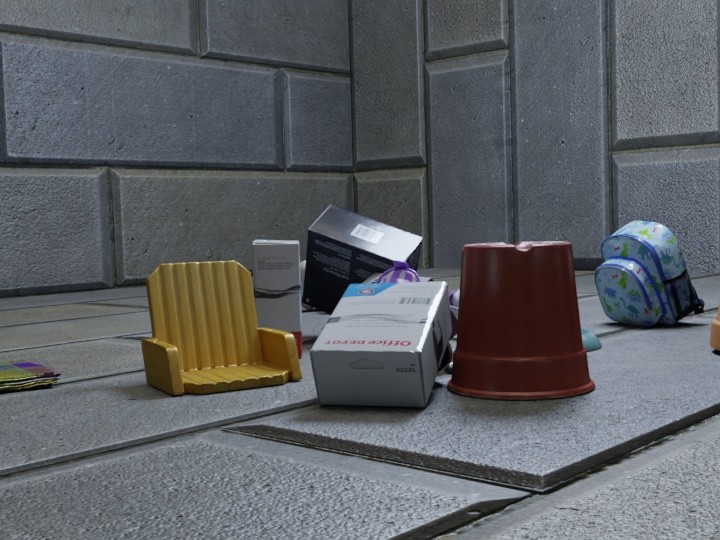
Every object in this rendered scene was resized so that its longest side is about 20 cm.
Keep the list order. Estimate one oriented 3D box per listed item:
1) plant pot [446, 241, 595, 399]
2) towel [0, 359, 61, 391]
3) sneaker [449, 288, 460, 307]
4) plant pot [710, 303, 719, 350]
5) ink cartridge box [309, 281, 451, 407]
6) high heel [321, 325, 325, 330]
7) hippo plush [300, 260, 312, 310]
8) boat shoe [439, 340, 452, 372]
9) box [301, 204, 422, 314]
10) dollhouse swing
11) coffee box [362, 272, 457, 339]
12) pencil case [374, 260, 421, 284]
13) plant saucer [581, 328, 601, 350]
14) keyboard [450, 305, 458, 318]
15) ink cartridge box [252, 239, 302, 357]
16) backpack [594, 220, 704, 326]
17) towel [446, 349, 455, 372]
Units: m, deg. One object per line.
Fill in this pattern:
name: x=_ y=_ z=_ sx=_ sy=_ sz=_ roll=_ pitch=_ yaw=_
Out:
plant pot: x=0.214 y=0.060 z=1.314 sx=0.200 sy=0.196 sz=0.201 roll=-2 pitch=4 yaw=0
towel: x=-0.553 y=0.162 z=1.479 sx=0.143 sy=0.023 sz=0.200 roll=-5 pitch=4 yaw=-34
sneaker: x=0.175 y=0.084 z=2.116 sx=0.114 sy=0.073 sz=0.200 roll=-6 pitch=-7 yaw=-6
plant pot: x=0.665 y=0.053 z=1.551 sx=0.199 sy=0.141 sz=0.200 roll=-1 pitch=2 yaw=0
ink cartridge box: x=0.033 y=0.094 z=1.281 sx=0.144 sy=0.084 sz=0.200 roll=-1 pitch=24 yaw=16
high heel: x=0.000 y=0.081 z=1.944 sx=0.199 sy=0.097 sz=0.067 roll=-5 pitch=4 yaw=-45
hippo plush: x=-0.059 y=0.053 z=2.458 sx=0.199 sy=0.160 sz=0.161 roll=-22 pitch=46 yaw=-36
boat shoe: x=0.044 y=0.121 z=1.414 sx=0.066 sy=0.075 sz=0.199 roll=-10 pitch=9 yaw=-42
box: x=0.000 y=0.000 z=1.868 sx=0.199 sy=0.183 sz=0.104 roll=21 pitch=39 yaw=15
dollhouse swing: x=-0.210 y=0.077 z=1.438 sx=0.199 sy=0.177 sz=0.182 roll=-2 pitch=3 yaw=-29
coffee box: x=0.073 y=0.074 z=1.700 sx=0.080 sy=0.113 sz=0.200 roll=-39 pitch=18 yaw=-21
pencil case: x=0.078 y=0.071 z=1.491 sx=0.084 sy=0.086 sz=0.200 roll=12 pitch=-24 yaw=22
plant saucer: x=0.321 y=0.120 z=1.703 sx=0.199 sy=0.028 sz=0.200 roll=-3 pitch=3 yaw=0
keyboard: x=0.141 y=0.081 z=1.888 sx=0.011 sy=0.057 sz=0.200 roll=-32 pitch=33 yaw=-33
ink cartridge box: x=-0.146 y=0.046 z=1.710 sx=0.083 sy=0.201 sz=0.144 roll=-2 pitch=4 yaw=-4
backpack: x=0.571 y=0.010 z=1.970 sx=0.147 sy=0.201 sz=0.183 roll=-25 pitch=15 yaw=-24
towel: x=0.227 y=0.136 z=1.515 sx=0.199 sy=0.022 sz=0.147 roll=-2 pitch=3 yaw=-2
